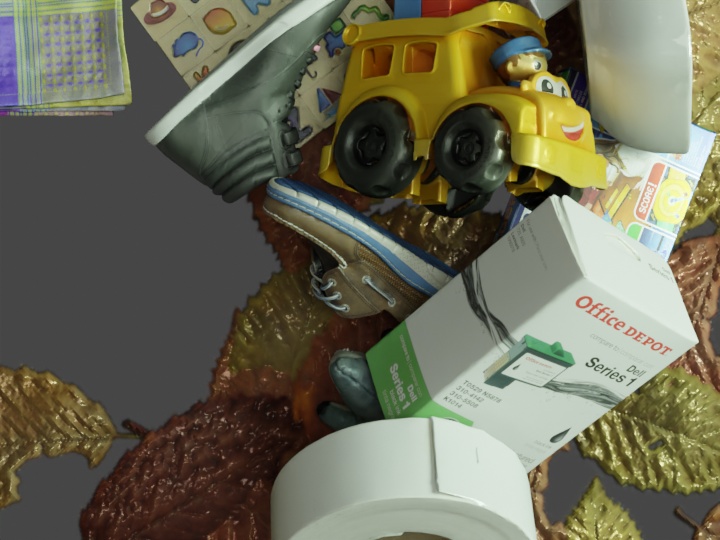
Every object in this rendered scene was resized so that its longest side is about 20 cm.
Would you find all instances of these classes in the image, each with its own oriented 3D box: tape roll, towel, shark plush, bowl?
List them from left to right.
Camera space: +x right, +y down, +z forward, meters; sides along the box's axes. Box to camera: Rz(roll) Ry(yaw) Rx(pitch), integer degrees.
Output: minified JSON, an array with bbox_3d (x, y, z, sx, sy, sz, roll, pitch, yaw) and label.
[{"bbox_3d":[-0.274,-0.190,1.301,0.198,0.023,0.145,-1,93,-9],"label":"towel"},{"bbox_3d":[0.032,0.196,1.277,0.200,0.203,0.071,6,47,-9],"label":"tape roll"},{"bbox_3d":[0.043,0.139,1.332,0.091,0.083,0.201,-36,97,-6],"label":"shark plush"},{"bbox_3d":[0.199,-0.199,1.282,0.074,0.200,0.202,-6,71,7],"label":"bowl"}]

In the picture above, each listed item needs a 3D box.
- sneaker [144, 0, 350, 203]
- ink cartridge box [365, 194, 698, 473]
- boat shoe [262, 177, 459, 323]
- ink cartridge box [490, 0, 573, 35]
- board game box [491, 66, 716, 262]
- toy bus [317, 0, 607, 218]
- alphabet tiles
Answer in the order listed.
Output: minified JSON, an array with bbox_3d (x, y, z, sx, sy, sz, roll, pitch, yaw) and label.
[{"bbox_3d":[-0.060,-0.133,1.310,0.200,0.071,0.099,-42,99,1],"label":"sneaker"},{"bbox_3d":[0.127,0.056,1.272,0.145,0.085,0.200,26,124,-39],"label":"ink cartridge box"},{"bbox_3d":[0.000,0.000,1.308,0.199,0.072,0.073,31,96,-26],"label":"boat shoe"},{"bbox_3d":[0.089,-0.279,1.317,0.039,0.099,0.201,-34,98,-7],"label":"ink cartridge box"},{"bbox_3d":[0.186,-0.043,1.372,0.134,0.034,0.202,23,88,-9],"label":"board game box"},{"bbox_3d":[0.082,-0.141,1.272,0.135,0.199,0.194,14,80,-51],"label":"toy bus"},{"bbox_3d":[-0.075,-0.201,1.341,0.166,0.006,0.201,-38,97,-6],"label":"alphabet tiles"}]
